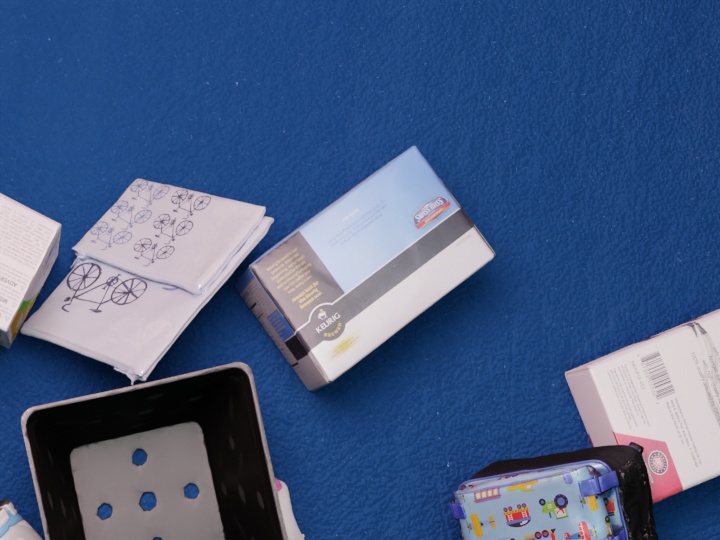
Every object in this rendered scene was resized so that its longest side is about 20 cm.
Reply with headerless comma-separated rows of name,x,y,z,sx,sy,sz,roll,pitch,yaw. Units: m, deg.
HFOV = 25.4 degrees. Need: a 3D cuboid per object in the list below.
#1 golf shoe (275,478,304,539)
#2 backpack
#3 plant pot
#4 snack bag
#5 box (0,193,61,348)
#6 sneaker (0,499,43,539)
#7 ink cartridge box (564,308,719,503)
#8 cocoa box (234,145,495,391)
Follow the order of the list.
golf shoe,-0.063,0.293,1.489,0.091,0.075,0.202,-1,84,-27
backpack,0.188,0.275,1.480,0.181,0.134,0.202,-11,91,27
plant pot,-0.182,0.206,1.416,0.198,0.177,0.202,-12,84,-12
snack bag,-0.200,0.002,1.440,0.200,0.188,0.021,-52,135,-24
box,-0.334,-0.006,1.404,0.112,0.200,0.102,27,78,-8
sneaker,-0.349,0.309,1.424,0.087,0.075,0.201,40,77,-9
ink cartridge box,0.325,0.129,1.573,0.198,0.084,0.146,-21,86,-12
cocoa box,0.000,0.000,1.502,0.199,0.133,0.132,-36,90,-14
